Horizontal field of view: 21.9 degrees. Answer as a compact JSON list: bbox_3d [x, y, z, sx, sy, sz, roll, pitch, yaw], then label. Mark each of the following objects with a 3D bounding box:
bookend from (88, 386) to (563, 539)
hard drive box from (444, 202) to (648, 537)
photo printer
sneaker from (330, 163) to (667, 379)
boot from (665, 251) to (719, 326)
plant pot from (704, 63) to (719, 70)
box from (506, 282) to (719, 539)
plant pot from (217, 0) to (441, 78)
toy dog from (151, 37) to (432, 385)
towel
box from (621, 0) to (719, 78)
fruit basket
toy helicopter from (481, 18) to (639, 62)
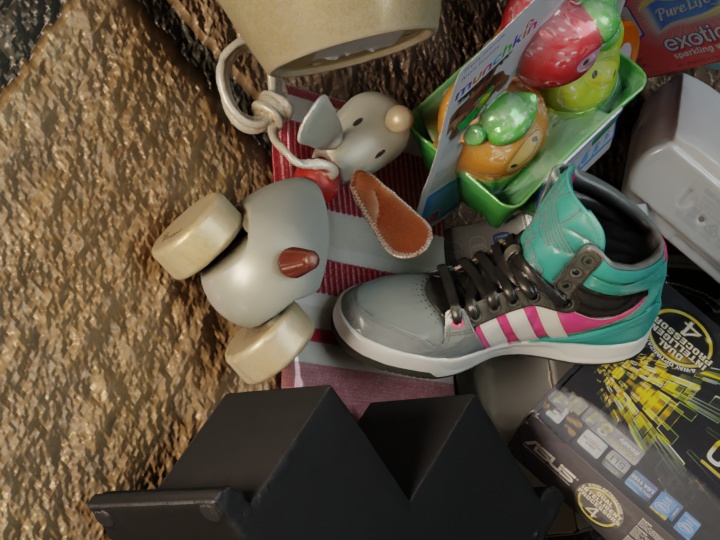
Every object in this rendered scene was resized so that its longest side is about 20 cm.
[{"bbox_3d":[-0.009,0.123,0.977,0.200,0.092,0.199,57,46,-26],"label":"bookend"},{"bbox_3d":[0.135,0.062,1.208,0.156,0.077,0.201,-5,85,-52],"label":"hard drive box"},{"bbox_3d":[0.268,-0.059,1.340,0.166,0.069,0.200,40,23,-5],"label":"photo printer"},{"bbox_3d":[0.089,-0.002,1.043,0.199,0.121,0.084,-3,47,-21],"label":"sneaker"},{"bbox_3d":[0.251,0.079,1.356,0.203,0.073,0.154,24,66,-45],"label":"boot"},{"bbox_3d":[0.300,-0.292,1.426,0.200,0.200,0.197,49,39,-32],"label":"plant pot"},{"bbox_3d":[0.206,0.117,1.102,0.200,0.049,0.161,42,50,11],"label":"box"},{"bbox_3d":[-0.028,-0.209,0.967,0.187,0.187,0.201,-12,86,-52],"label":"plant pot"},{"bbox_3d":[-0.023,-0.037,0.998,0.132,0.096,0.201,34,58,-30],"label":"toy dog"},{"bbox_3d":[0.000,0.000,1.099,0.144,0.023,0.201,12,70,-48],"label":"towel"},{"bbox_3d":[0.224,-0.207,1.287,0.103,0.200,0.095,52,47,-29],"label":"box"},{"bbox_3d":[0.108,-0.113,1.068,0.094,0.200,0.185,43,67,9],"label":"fruit basket"},{"bbox_3d":[0.109,-0.176,1.198,0.132,0.079,0.200,-47,143,-30],"label":"toy helicopter"}]
